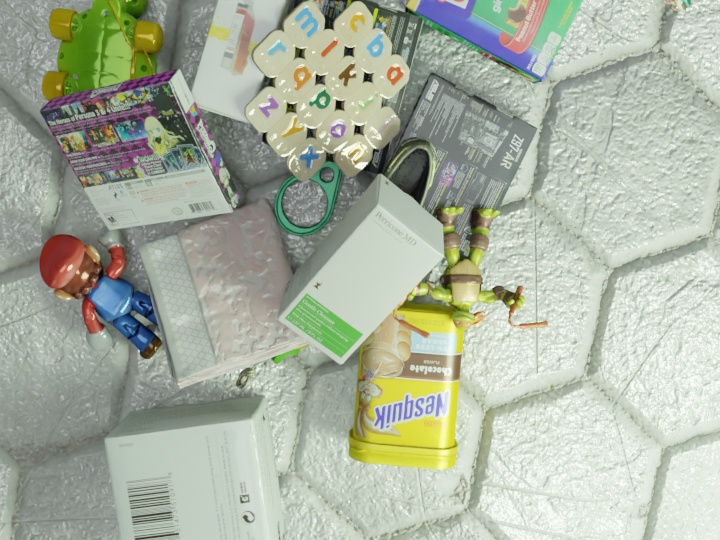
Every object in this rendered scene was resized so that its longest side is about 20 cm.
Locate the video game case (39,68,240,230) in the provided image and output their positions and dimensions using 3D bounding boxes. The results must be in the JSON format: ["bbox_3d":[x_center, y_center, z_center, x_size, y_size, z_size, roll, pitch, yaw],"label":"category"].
[{"bbox_3d":[-0.268,-0.141,1.084,0.196,0.036,0.184,-6,127,25],"label":"video game case"}]

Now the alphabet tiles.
[{"bbox_3d":[-0.038,-0.214,1.063,0.196,0.015,0.200,-45,118,-5],"label":"alphabet tiles"}]

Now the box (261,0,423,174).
[{"bbox_3d":[-0.023,-0.237,1.104,0.157,0.044,0.204,11,102,-20],"label":"box"}]

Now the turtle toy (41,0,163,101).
[{"bbox_3d":[-0.313,-0.283,1.121,0.142,0.101,0.205,9,96,0],"label":"turtle toy"}]

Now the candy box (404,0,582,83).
[{"bbox_3d":[0.177,-0.359,1.113,0.197,0.077,0.172,27,97,0],"label":"candy box"}]

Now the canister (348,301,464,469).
[{"bbox_3d":[0.062,0.147,1.169,0.145,0.087,0.205,4,95,0],"label":"canister"}]

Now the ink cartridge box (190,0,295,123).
[{"bbox_3d":[-0.137,-0.287,1.095,0.082,0.145,0.204,18,97,-3],"label":"ink cartridge box"}]

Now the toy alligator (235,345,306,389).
[{"bbox_3d":[-0.088,0.087,1.184,0.201,0.059,0.054,-51,134,6],"label":"toy alligator"}]

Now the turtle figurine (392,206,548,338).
[{"bbox_3d":[0.140,0.005,1.113,0.195,0.064,0.166,4,88,-1],"label":"turtle figurine"}]

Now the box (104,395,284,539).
[{"bbox_3d":[-0.213,0.286,1.167,0.195,0.131,0.204,-8,96,2],"label":"box"}]

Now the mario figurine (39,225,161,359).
[{"bbox_3d":[-0.337,0.025,1.182,0.199,0.124,0.106,39,137,-11],"label":"mario figurine"}]

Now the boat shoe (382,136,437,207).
[{"bbox_3d":[0.037,-0.071,1.112,0.071,0.060,0.205,25,100,-2],"label":"boat shoe"}]

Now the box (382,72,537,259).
[{"bbox_3d":[0.116,-0.130,1.156,0.158,0.044,0.203,25,96,-2],"label":"box"}]

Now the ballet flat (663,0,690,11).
[{"bbox_3d":[0.368,-0.421,1.115,0.063,0.075,0.205,-10,92,33],"label":"ballet flat"}]

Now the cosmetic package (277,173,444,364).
[{"bbox_3d":[0.000,0.000,1.065,0.107,0.085,0.200,34,118,-15],"label":"cosmetic package"}]

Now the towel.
[{"bbox_3d":[-0.176,0.027,1.142,0.187,0.032,0.204,-19,75,-5],"label":"towel"}]

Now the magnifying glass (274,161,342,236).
[{"bbox_3d":[-0.039,-0.133,1.173,0.079,0.022,0.201,39,98,-3],"label":"magnifying glass"}]
